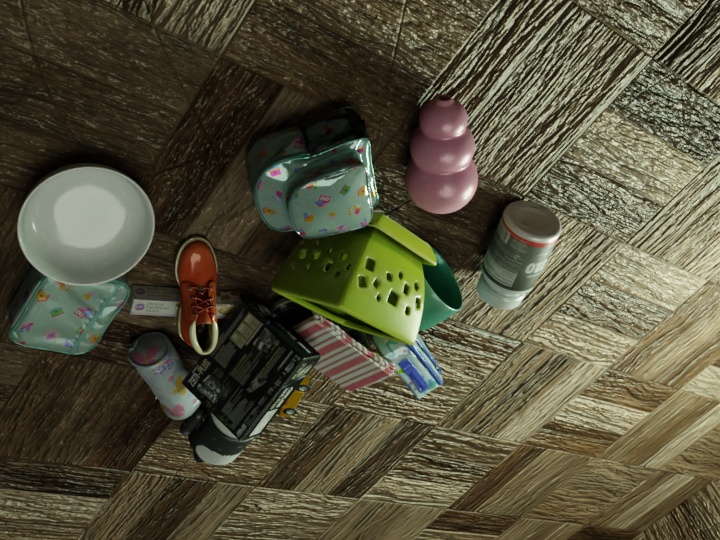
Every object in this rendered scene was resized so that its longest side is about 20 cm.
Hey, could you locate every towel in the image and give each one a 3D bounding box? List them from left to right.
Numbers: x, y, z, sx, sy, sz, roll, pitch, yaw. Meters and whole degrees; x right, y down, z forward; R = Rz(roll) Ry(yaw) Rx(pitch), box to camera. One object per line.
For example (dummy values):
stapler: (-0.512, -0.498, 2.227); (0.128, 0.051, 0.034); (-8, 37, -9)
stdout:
towel: (-0.048, 0.158, 1.591); (0.200, 0.030, 0.146); (37, 142, -18)

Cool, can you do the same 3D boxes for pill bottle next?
pill bottle: (0.302, -0.026, 1.618); (0.114, 0.114, 0.200); (-3, 135, -20)

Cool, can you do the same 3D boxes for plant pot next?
plant pot: (0.000, 0.000, 1.439); (0.199, 0.200, 0.182); (30, 79, -41)

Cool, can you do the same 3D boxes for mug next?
mug: (0.113, 0.043, 1.582); (0.114, 0.152, 0.185); (-33, 140, 23)

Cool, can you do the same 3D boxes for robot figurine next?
robot figurine: (-0.281, 0.322, 1.730); (0.200, 0.125, 0.150); (-49, 173, 35)

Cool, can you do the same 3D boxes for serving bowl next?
serving bowl: (-0.423, -0.078, 1.281); (0.200, 0.066, 0.201); (-13, 123, -20)

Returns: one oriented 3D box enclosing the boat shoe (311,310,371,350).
boat shoe: (-0.034, 0.089, 1.603); (0.071, 0.072, 0.200); (-5, 134, 28)

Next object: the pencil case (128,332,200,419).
pencil case: (-0.373, 0.203, 1.601); (0.083, 0.091, 0.200); (-52, 149, -28)

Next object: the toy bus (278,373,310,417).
toy bus: (-0.150, 0.230, 1.712); (0.078, 0.065, 0.200); (9, 143, -15)

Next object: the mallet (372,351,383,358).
mallet: (0.033, 0.173, 1.778); (0.199, 0.041, 0.066); (-3, 133, -27)

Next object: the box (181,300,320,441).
box: (-0.201, 0.182, 1.534); (0.200, 0.164, 0.086); (-53, 164, 10)

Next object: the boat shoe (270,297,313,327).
boat shoe: (-0.098, 0.112, 1.636); (0.075, 0.062, 0.200); (-34, 136, 17)

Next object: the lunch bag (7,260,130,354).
lunch bag: (-0.485, 0.052, 1.398); (0.160, 0.077, 0.200); (20, 124, -37)

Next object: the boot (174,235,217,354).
boot: (-0.273, 0.044, 1.429); (0.075, 0.107, 0.201); (-5, 110, -22)

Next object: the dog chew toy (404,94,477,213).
dog chew toy: (0.134, -0.195, 1.374); (0.124, 0.125, 0.200); (-11, 129, -12)

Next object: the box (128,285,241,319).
box: (-0.315, 0.058, 1.504); (0.199, 0.039, 0.041); (5, 130, -27)

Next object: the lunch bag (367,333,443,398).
lunch bag: (0.085, 0.157, 1.679); (0.082, 0.161, 0.200); (-34, 132, 5)

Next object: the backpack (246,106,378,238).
backpack: (-0.077, -0.142, 1.316); (0.199, 0.154, 0.176); (-11, 143, -1)
